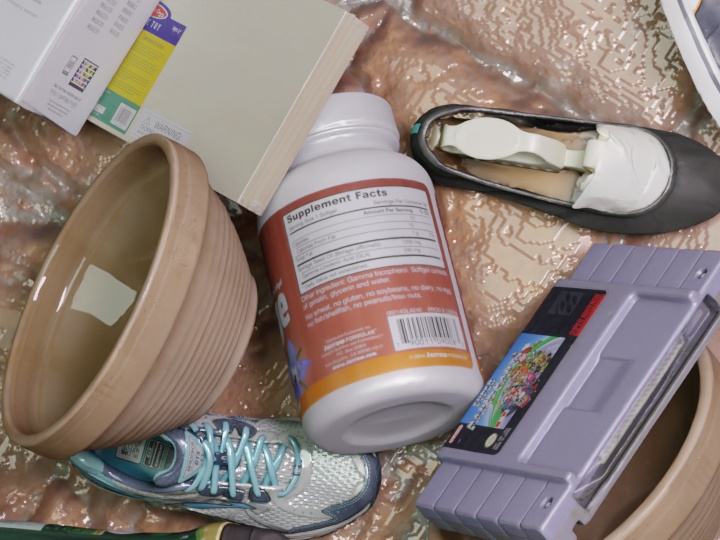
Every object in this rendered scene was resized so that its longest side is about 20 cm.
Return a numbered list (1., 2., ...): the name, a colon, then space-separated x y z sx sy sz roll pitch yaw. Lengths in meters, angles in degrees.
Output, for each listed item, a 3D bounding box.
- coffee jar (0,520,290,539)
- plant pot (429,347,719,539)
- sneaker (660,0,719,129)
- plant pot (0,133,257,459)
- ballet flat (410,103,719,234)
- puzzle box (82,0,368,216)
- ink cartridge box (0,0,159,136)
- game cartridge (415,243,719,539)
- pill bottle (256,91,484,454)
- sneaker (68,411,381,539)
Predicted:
1. coffee jar: -0.138 0.205 1.689 0.199 0.085 0.105 0 78 12
2. plant pot: 0.145 0.132 1.609 0.201 0.201 0.093 -44 116 3
3. sneaker: 0.216 -0.182 1.672 0.079 0.078 0.200 -22 78 13
4. plant pot: -0.124 0.027 1.634 0.093 0.201 0.201 26 88 -23
5. ballet flat: 0.124 -0.063 1.680 0.199 0.068 0.068 8 83 12
6. puzzle box: -0.095 -0.127 1.704 0.200 0.025 0.133 30 90 44
7. ink cartridge box: -0.221 -0.212 1.737 0.200 0.084 0.176 33 91 26
8. game cartridge: 0.123 0.068 1.580 0.130 0.038 0.200 9 57 53
9. pill bottle: 0.000 0.000 1.667 0.112 0.112 0.200 -17 68 8
10. sneaker: -0.088 0.122 1.689 0.199 0.086 0.078 5 85 12
